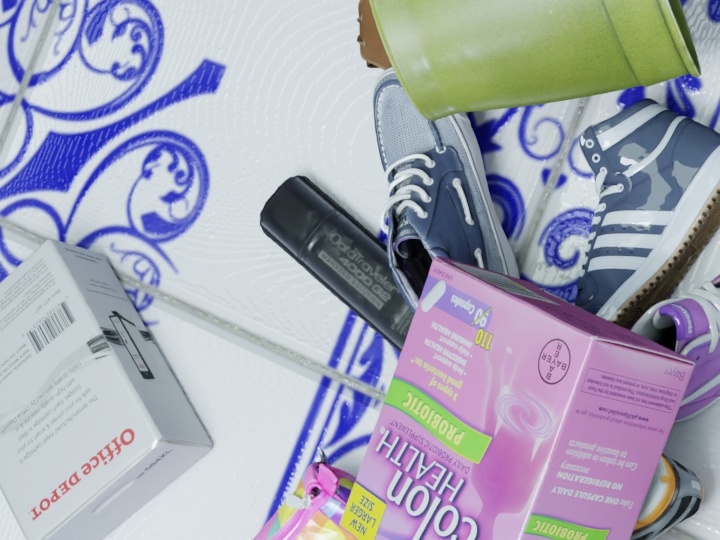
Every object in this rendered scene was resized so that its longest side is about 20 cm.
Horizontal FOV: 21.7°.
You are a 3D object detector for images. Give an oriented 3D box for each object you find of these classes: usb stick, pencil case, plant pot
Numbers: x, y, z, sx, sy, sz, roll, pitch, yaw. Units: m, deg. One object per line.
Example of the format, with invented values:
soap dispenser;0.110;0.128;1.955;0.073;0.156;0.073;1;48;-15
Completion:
usb stick;0.000;0.000;1.427;0.200;0.033;0.056;41;93;27
pencil case;-0.060;0.230;1.386;0.088;0.088;0.201;42;101;27
plant pot;0.111;-0.195;1.297;0.192;0.200;0.202;-20;72;14

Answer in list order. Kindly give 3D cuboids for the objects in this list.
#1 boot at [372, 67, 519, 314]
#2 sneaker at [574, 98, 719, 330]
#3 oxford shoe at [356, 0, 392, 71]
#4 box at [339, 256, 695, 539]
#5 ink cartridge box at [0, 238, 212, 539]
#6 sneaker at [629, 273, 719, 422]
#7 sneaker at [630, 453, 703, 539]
boot;0.046;-0.055;1.356;0.073;0.090;0.201;-31;80;34
sneaker;0.177;-0.027;1.319;0.108;0.070;0.201;38;91;23
oxford shoe;0.019;-0.197;1.435;0.071;0.071;0.201;-38;67;20
box;0.098;0.116;1.235;0.176;0.096;0.201;29;102;53
ink cartridge box;-0.231;0.101;1.496;0.146;0.084;0.201;-39;66;16
sneaker;0.251;0.026;1.249;0.201;0.114;0.073;-47;62;10
sneaker;0.148;0.171;1.299;0.199;0.077;0.079;-19;66;42
